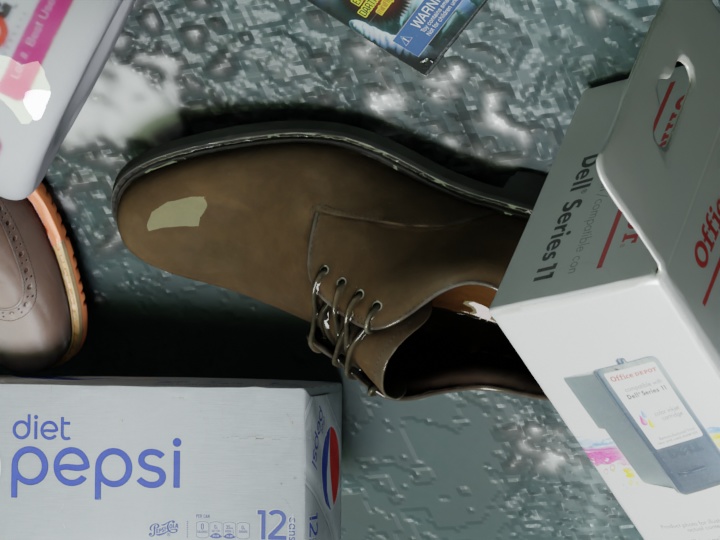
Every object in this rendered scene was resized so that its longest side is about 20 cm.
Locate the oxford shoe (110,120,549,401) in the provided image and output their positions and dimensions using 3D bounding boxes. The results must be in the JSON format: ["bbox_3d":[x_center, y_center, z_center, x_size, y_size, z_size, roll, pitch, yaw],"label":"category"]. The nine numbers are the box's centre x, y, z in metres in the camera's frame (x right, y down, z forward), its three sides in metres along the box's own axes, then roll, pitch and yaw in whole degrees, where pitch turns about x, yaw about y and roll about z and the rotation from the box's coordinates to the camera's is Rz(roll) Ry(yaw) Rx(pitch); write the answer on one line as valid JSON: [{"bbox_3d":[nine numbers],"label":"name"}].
[{"bbox_3d":[0.000,0.000,0.974,0.200,0.084,0.073,10,135,15],"label":"oxford shoe"}]

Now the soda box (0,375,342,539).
[{"bbox_3d":[-0.109,0.075,1.066,0.200,0.063,0.068,0,89,13],"label":"soda box"}]

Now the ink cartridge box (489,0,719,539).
[{"bbox_3d":[0.112,0.011,0.915,0.067,0.117,0.200,-13,125,35],"label":"ink cartridge box"}]

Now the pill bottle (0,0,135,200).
[{"bbox_3d":[-0.175,-0.116,0.915,0.200,0.113,0.113,27,135,-4],"label":"pill bottle"}]

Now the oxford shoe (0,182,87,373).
[{"bbox_3d":[-0.172,-0.026,1.023,0.071,0.073,0.200,-15,124,31],"label":"oxford shoe"}]

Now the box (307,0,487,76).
[{"bbox_3d":[0.015,-0.164,0.847,0.137,0.040,0.200,32,134,-7],"label":"box"}]
